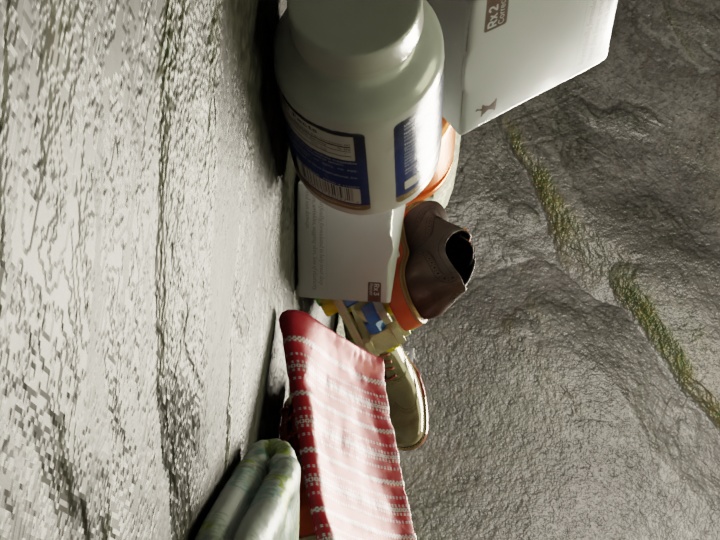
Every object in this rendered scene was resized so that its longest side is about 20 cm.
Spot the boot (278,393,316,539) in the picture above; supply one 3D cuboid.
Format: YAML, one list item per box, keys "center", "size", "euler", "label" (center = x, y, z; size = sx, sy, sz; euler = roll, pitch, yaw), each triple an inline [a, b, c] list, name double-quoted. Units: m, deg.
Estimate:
- center: [-0.040, 0.146, 1.016]
  size: [0.200, 0.075, 0.108]
  euler: [-51, 127, -72]
  label: "boot"

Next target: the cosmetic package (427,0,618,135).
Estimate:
- center: [0.097, -0.261, 1.139]
  size: [0.200, 0.164, 0.165]
  euler: [52, -19, 27]
  label: "cosmetic package"

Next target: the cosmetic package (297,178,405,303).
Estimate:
- center: [-0.002, -0.073, 1.131]
  size: [0.200, 0.080, 0.114]
  euler: [-76, 170, -58]
  label: "cosmetic package"

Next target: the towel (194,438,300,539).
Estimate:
- center: [-0.065, 0.210, 0.801]
  size: [0.200, 0.048, 0.173]
  euler: [-62, 157, -80]
  label: "towel"

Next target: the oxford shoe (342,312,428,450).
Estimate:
- center: [0.018, 0.099, 1.450]
  size: [0.075, 0.070, 0.201]
  euler: [23, 45, -78]
  label: "oxford shoe"

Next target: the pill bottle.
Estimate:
- center: [0.000, -0.125, 0.889]
  size: [0.200, 0.110, 0.112]
  euler: [84, 11, -68]
  label: "pill bottle"

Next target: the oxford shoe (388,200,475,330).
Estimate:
- center: [0.071, -0.013, 1.189]
  size: [0.071, 0.072, 0.200]
  euler: [61, 18, -22]
  label: "oxford shoe"

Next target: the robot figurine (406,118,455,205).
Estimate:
- center: [0.041, -0.140, 1.366]
  size: [0.200, 0.116, 0.145]
  euler: [84, 11, -67]
  label: "robot figurine"

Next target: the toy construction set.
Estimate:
- center: [0.000, 0.000, 1.241]
  size: [0.201, 0.092, 0.131]
  euler: [-91, 156, -46]
  label: "toy construction set"

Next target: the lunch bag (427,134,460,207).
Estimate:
- center: [0.086, -0.183, 1.908]
  size: [0.164, 0.117, 0.202]
  euler: [80, 11, -77]
  label: "lunch bag"

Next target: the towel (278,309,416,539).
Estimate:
- center: [-0.004, 0.135, 0.992]
  size: [0.144, 0.022, 0.201]
  euler: [36, 36, -53]
  label: "towel"

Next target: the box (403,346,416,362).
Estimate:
- center: [0.083, 0.241, 2.739]
  size: [0.200, 0.048, 0.160]
  euler: [66, 28, -80]
  label: "box"
